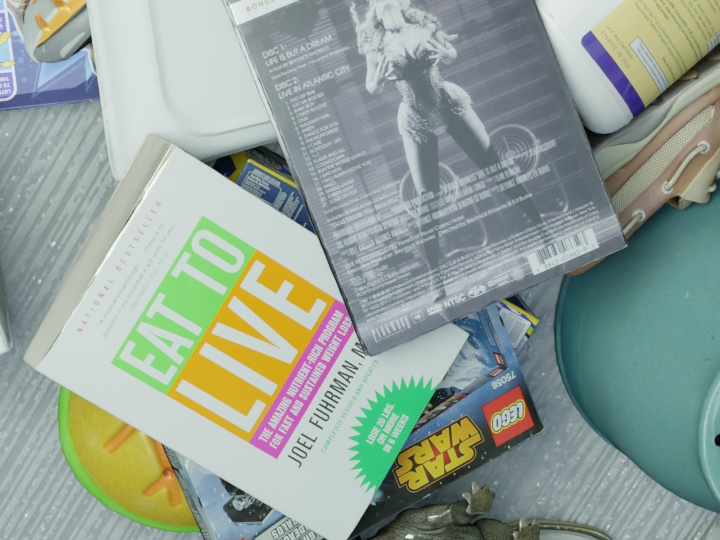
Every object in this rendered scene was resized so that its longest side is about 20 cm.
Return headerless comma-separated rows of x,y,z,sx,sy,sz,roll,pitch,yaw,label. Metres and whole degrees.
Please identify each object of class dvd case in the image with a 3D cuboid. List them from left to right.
0.033,-0.077,1.119,0.148,0.016,0.201,-23,97,-7,dvd case

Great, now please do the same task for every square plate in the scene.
-0.044,-0.155,1.127,0.199,0.028,0.199,-15,117,-18,square plate

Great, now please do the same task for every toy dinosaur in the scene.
0.058,0.167,1.264,0.199,0.102,0.078,13,75,-32,toy dinosaur

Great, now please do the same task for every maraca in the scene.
-0.076,0.083,1.261,0.199,0.107,0.138,8,92,-22,maraca

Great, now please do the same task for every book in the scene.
-0.057,0.039,1.140,0.199,0.048,0.134,32,87,-26,book

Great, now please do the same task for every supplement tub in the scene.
0.160,-0.188,1.195,0.200,0.145,0.146,-41,110,4,supplement tub

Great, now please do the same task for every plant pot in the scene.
0.232,0.057,1.266,0.198,0.188,0.202,-3,109,-10,plant pot

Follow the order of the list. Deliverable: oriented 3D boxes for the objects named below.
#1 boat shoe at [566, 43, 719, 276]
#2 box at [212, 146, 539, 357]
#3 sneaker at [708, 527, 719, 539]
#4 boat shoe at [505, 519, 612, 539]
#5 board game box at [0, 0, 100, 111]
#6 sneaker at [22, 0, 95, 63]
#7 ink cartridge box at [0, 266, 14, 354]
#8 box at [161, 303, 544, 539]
0.173,-0.071,1.265,0.199,0.076,0.072,-35,108,-8,boat shoe
0.000,0.000,1.266,0.199,0.070,0.065,29,100,-18,box
0.240,0.211,1.377,0.199,0.078,0.077,-33,122,6,sneaker
0.069,0.201,1.345,0.198,0.068,0.075,-7,105,-10,boat shoe
-0.133,-0.162,1.206,0.198,0.034,0.136,-6,109,-8,board game box
-0.094,-0.171,1.154,0.200,0.078,0.077,-39,123,8,sneaker
-0.255,-0.055,1.160,0.083,0.146,0.201,-18,110,-5,ink cartridge box
-0.010,0.071,1.206,0.199,0.040,0.138,-27,107,-16,box
